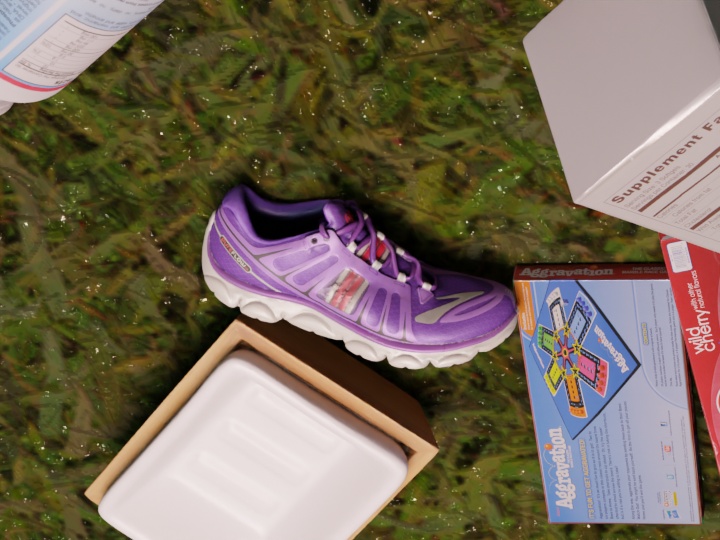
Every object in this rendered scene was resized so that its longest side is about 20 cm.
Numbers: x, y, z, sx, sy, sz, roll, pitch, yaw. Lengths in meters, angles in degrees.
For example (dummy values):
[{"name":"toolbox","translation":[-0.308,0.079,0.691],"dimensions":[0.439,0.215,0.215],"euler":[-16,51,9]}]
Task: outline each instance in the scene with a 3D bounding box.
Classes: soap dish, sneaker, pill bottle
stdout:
[{"name":"soap dish","translation":[-0.064,0.121,1.598],"dimensions":[0.157,0.081,0.200],"euler":[33,127,-12]},{"name":"sneaker","translation":[0.000,0.000,1.494],"dimensions":[0.200,0.081,0.083],"euler":[15,122,5]},{"name":"pill bottle","translation":[-0.180,-0.165,1.392],"dimensions":[0.109,0.109,0.200],"euler":[42,125,-18]}]

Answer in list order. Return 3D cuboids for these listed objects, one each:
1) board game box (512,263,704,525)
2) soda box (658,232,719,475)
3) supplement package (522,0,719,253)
[{"name":"board game box","translation":[0.159,0.081,1.551],"dimensions":[0.103,0.019,0.200],"euler":[-1,126,13]},{"name":"soda box","translation":[0.223,0.033,1.454],"dimensions":[0.063,0.070,0.200],"euler":[-13,125,8]},{"name":"supplement package","translation":[0.206,-0.087,1.299],"dimensions":[0.200,0.117,0.117],"euler":[17,136,-37]}]
